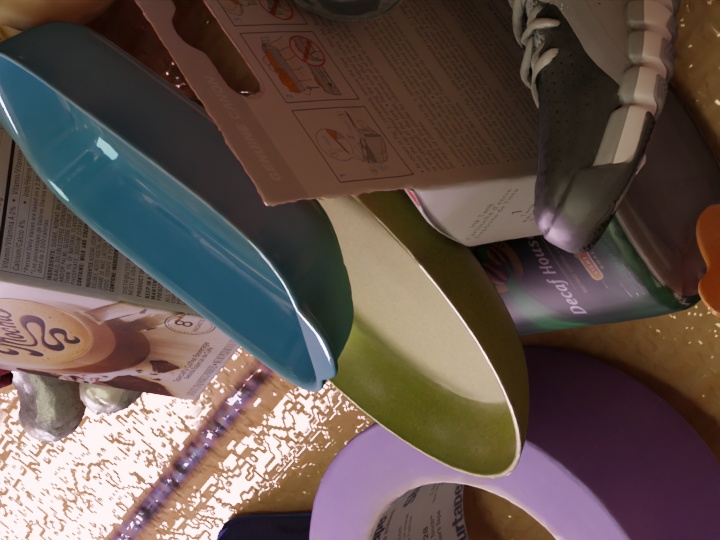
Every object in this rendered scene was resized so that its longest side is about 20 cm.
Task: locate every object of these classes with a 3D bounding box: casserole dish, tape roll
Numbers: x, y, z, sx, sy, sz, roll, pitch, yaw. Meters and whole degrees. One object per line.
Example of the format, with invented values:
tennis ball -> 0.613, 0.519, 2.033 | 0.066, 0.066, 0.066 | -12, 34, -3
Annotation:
casserole dish -> -0.071, -0.030, 0.991 | 0.200, 0.039, 0.121 | 36, 160, 26
tape roll -> 0.079, 0.142, 1.170 | 0.200, 0.085, 0.201 | 17, 120, 33

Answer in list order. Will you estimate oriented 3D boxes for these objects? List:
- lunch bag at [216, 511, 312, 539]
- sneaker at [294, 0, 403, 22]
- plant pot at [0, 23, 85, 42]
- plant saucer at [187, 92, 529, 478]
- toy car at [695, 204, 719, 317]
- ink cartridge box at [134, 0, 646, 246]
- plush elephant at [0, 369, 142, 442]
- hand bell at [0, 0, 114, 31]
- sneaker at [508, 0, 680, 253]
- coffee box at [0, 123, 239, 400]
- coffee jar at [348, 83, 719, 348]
lunch bag -> -0.026, 0.242, 1.329 | 0.136, 0.132, 0.200 | -10, 119, 40
sneaker -> -0.022, -0.138, 0.823 | 0.073, 0.088, 0.200 | -1, 145, 10
plant pot -> -0.170, -0.129, 1.108 | 0.200, 0.027, 0.200 | 47, 172, 9
plant saucer -> 0.000, 0.000, 1.011 | 0.200, 0.031, 0.200 | 40, 161, 17
toy car -> 0.202, 0.049, 0.987 | 0.200, 0.177, 0.185 | 38, 129, 15
ink cartridge box -> -0.008, -0.078, 0.934 | 0.161, 0.200, 0.050 | 56, 132, 23
plush elephant -> -0.227, 0.033, 1.256 | 0.200, 0.155, 0.165 | 58, 157, -11
hand bell -> -0.081, -0.172, 0.940 | 0.104, 0.104, 0.200 | 50, 142, -12
sneaker -> 0.057, -0.103, 0.914 | 0.115, 0.200, 0.075 | 18, 147, -3
coffee box -> -0.153, -0.008, 1.134 | 0.199, 0.080, 0.113 | 10, 156, -15
coffee jar -> 0.056, -0.017, 1.085 | 0.200, 0.085, 0.104 | -17, 113, 43
